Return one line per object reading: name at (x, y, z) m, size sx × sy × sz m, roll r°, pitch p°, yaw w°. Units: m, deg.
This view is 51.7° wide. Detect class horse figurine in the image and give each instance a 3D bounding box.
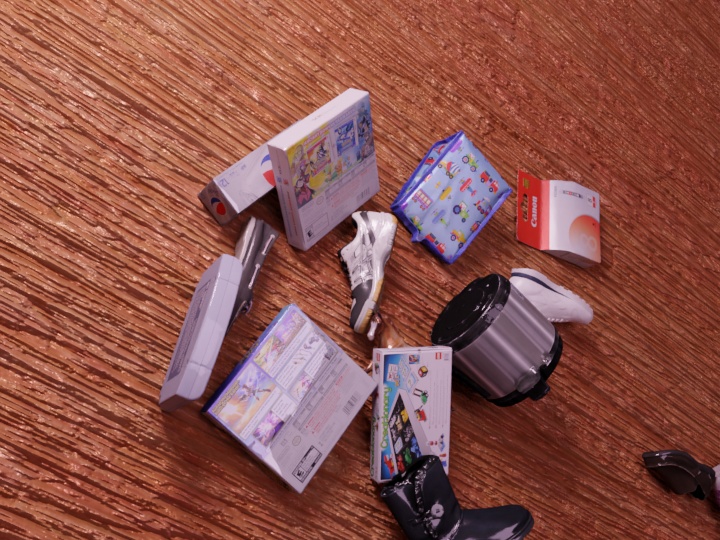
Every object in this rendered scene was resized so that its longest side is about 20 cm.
horse figurine at (0.073, 0.162, 1.191) m, size 0.199 × 0.050 × 0.134 m, roll 26°, pitch 76°, yaw -25°

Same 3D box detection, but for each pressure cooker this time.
pressure cooker at (0.239, 0.128, 1.243) m, size 0.200 × 0.178 × 0.177 m, roll 42°, pitch 54°, yaw -14°

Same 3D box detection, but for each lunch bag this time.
lunch bag at (0.155, -0.121, 1.332) m, size 0.151 × 0.094 × 0.201 m, roll 45°, pitch 66°, yaw -16°

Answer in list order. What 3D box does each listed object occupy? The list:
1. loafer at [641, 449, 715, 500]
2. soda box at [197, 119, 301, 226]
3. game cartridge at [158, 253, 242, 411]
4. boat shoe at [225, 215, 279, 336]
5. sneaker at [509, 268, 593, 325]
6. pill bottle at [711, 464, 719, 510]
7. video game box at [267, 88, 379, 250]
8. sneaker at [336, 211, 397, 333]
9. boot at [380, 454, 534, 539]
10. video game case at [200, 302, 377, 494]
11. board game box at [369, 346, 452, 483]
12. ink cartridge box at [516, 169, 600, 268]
loafer at (0.638, 0.408, 1.475) m, size 0.199 × 0.073 × 0.072 m, roll 24°, pitch 61°, yaw -25°
soda box at (-0.151, -0.153, 1.147) m, size 0.200 × 0.068 × 0.064 m, roll -42°, pitch 99°, yaw -35°
game cartridge at (-0.212, 0.083, 0.992) m, size 0.041 × 0.133 × 0.202 m, roll 22°, pitch 64°, yaw -17°
boat shoe at (-0.165, 0.012, 1.086) m, size 0.057 × 0.067 × 0.202 m, roll 24°, pitch 60°, yaw -19°
sneaker at (0.355, 0.068, 1.411) m, size 0.199 × 0.076 × 0.081 m, roll 26°, pitch 74°, yaw -19°
pill bottle at (0.807, 0.502, 1.531) m, size 0.112 × 0.112 × 0.202 m, roll -18°, pitch 84°, yaw -35°
video game box at (-0.051, -0.160, 1.166) m, size 0.200 × 0.047 × 0.184 m, roll -41°, pitch 141°, yaw -35°
sneaker at (0.000, 0.000, 1.205) m, size 0.087 × 0.076 × 0.202 m, roll 12°, pitch 76°, yaw 4°
boot at (0.145, 0.349, 1.107) m, size 0.199 × 0.076 × 0.169 m, roll -25°, pitch 91°, yaw -13°
video game case at (-0.099, 0.182, 1.072) m, size 0.181 × 0.045 × 0.200 m, roll 45°, pitch 65°, yaw -14°
board game box at (0.079, 0.220, 1.152) m, size 0.125 × 0.035 × 0.202 m, roll 1°, pitch 92°, yaw -24°
ink cartridge box at (0.404, -0.111, 1.505) m, size 0.199 × 0.050 × 0.164 m, roll 20°, pitch 65°, yaw -30°
